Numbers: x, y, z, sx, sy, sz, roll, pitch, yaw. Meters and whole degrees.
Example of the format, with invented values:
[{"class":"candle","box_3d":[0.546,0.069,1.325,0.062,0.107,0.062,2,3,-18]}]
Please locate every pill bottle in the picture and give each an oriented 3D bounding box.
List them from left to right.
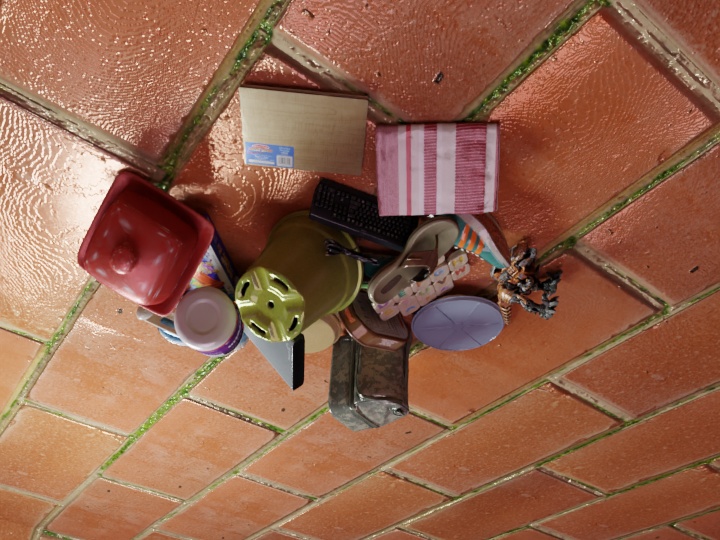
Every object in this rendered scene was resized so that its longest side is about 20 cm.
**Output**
[{"class":"pill bottle","box_3d":[-0.280,0.102,1.266,0.109,0.116,0.200,5,168,-2]}]

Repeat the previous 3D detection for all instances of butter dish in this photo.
[{"class":"butter dish","box_3d":[-0.377,-0.031,1.120,0.197,0.148,0.202,31,102,-7]}]

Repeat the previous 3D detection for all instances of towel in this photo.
[{"class":"towel","box_3d":[0.122,-0.161,1.065,0.194,0.023,0.148,-1,113,4]}]

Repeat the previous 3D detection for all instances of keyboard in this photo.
[{"class":"keyboard","box_3d":[0.005,-0.071,1.137,0.195,0.130,0.021,18,163,-16]}]

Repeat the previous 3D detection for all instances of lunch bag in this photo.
[{"class":"lunch bag","box_3d":[0.032,0.222,1.422,0.164,0.204,0.140,-16,140,27]}]

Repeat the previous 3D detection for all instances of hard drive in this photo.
[{"class":"hard drive","box_3d":[-0.174,0.116,1.283,0.032,0.200,0.142,-27,143,-30]}]

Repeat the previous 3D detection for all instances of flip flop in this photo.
[{"class":"flip flop","box_3d":[0.092,-0.008,1.122,0.200,0.058,0.081,-43,130,13]}]

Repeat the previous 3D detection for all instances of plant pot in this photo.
[{"class":"plant pot","box_3d":[-0.117,0.022,1.147,0.195,0.184,0.206,9,115,19]}]

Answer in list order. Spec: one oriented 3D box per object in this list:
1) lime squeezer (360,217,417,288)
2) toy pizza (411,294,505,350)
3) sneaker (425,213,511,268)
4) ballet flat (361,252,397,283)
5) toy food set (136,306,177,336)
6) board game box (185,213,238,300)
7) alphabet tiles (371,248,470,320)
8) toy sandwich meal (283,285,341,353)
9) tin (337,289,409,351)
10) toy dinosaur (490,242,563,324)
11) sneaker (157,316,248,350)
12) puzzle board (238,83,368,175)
[{"class":"lime squeezer","box_3d":[0.047,-0.006,1.220,0.199,0.071,0.038,-40,168,13]},{"class":"toy pizza","box_3d":[0.203,0.105,1.396,0.194,0.032,0.202,0,143,0]},{"class":"sneaker","box_3d":[0.189,-0.067,1.173,0.079,0.072,0.200,-27,123,32]},{"class":"ballet flat","box_3d":[0.000,0.000,1.269,0.194,0.073,0.073,10,140,-5]},{"class":"toy food set","box_3d":[-0.415,0.051,1.311,0.141,0.061,0.202,19,147,26]},{"class":"board game box","box_3d":[-0.322,-0.016,1.284,0.131,0.046,0.202,-6,139,10]},{"class":"alphabet tiles","box_3d":[0.116,0.030,1.252,0.197,0.015,0.196,-30,154,1]},{"class":"toy sandwich meal","box_3d":[-0.124,0.097,1.390,0.199,0.072,0.207,4,143,3]},{"class":"tin","box_3d":[0.029,0.098,1.312,0.041,0.114,0.198,-33,152,24]},{"class":"toy dinosaur","box_3d":[0.309,0.028,1.278,0.132,0.104,0.201,16,159,8]},{"class":"sneaker","box_3d":[-0.333,0.107,1.425,0.194,0.079,0.092,5,122,-8]},{"class":"puzzle board","box_3d":[-0.089,-0.220,1.053,0.194,0.018,0.152,6,141,-1]}]
